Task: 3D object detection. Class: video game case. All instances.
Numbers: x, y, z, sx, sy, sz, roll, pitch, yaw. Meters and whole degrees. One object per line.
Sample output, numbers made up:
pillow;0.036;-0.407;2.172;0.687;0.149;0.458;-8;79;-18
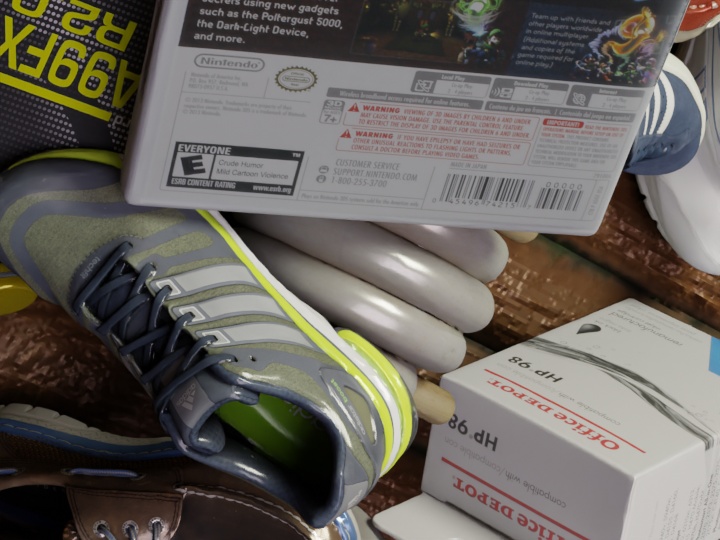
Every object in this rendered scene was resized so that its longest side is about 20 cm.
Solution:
video game case;0.021;-0.091;0.850;0.198;0.023;0.183;4;133;-15

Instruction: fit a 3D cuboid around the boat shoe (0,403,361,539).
boat shoe;-0.097;0.113;0.968;0.072;0.198;0.073;-48;137;-50

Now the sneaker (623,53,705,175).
sneaker;0.101;-0.061;0.997;0.074;0.085;0.200;-14;158;25

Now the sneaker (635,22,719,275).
sneaker;0.184;-0.085;1.081;0.074;0.087;0.202;-10;120;-24

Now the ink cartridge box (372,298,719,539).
ink cartridge box;0.111;0.085;1.068;0.199;0.115;0.067;-19;127;-47

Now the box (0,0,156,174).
box;-0.130;-0.103;0.889;0.199;0.044;0.161;20;117;-20

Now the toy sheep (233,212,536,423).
toy sheep;0.000;0.000;0.995;0.137;0.137;0.201;26;83;-35

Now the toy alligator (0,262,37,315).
toy alligator;-0.167;-0.008;0.961;0.198;0.060;0.054;-3;157;-26

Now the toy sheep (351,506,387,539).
toy sheep;-0.036;0.173;1.069;0.137;0.138;0.201;-20;122;-17

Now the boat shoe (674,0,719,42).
boat shoe;0.174;-0.193;1.009;0.063;0.071;0.201;81;32;-62

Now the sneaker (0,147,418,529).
sneaker;-0.065;0.025;0.891;0.199;0.081;0.074;35;112;-5
